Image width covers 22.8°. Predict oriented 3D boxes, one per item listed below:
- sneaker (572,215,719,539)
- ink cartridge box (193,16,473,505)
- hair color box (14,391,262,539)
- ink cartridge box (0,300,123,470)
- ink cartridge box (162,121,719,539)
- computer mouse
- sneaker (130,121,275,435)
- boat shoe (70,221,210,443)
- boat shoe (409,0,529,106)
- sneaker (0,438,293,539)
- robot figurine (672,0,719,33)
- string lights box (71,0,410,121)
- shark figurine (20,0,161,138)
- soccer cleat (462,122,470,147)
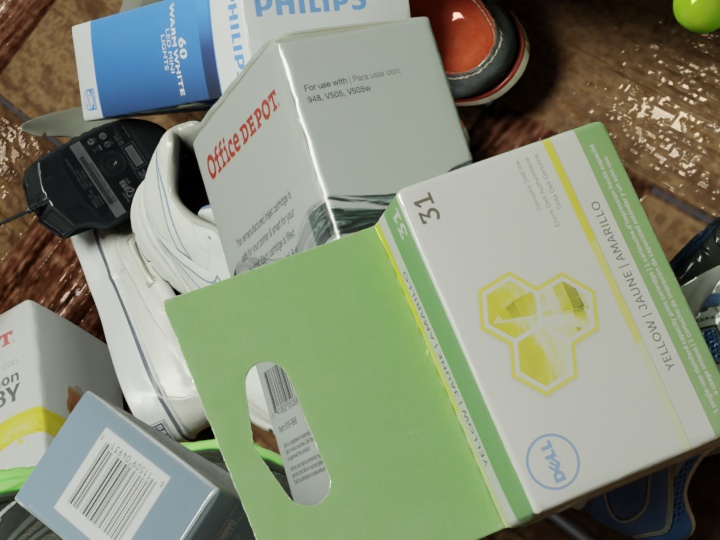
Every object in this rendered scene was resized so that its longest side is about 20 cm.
[{"bbox_3d":[0.160,0.038,0.818,0.077,0.076,0.200,38,77,3],"label":"sneaker"},{"bbox_3d":[0.000,0.000,0.840,0.147,0.083,0.201,-34,71,65],"label":"ink cartridge box"},{"bbox_3d":[-0.052,0.135,0.813,0.099,0.200,0.061,30,84,42],"label":"hair color box"},{"bbox_3d":[-0.207,0.139,0.998,0.145,0.083,0.201,-27,52,20],"label":"ink cartridge box"},{"bbox_3d":[0.038,0.038,0.733,0.199,0.048,0.146,-19,78,-20],"label":"ink cartridge box"},{"bbox_3d":[-0.189,-0.026,0.997,0.199,0.034,0.059,-28,80,-20],"label":"computer mouse"},{"bbox_3d":[-0.058,0.008,0.936,0.074,0.087,0.200,-33,69,-22],"label":"sneaker"},{"bbox_3d":[-0.117,0.008,1.021,0.065,0.072,0.201,-28,48,6],"label":"boat shoe"},{"bbox_3d":[0.013,-0.157,0.986,0.071,0.063,0.200,-48,52,0],"label":"boat shoe"},{"bbox_3d":[-0.113,0.137,0.894,0.199,0.077,0.084,-8,63,-19],"label":"sneaker"},{"bbox_3d":[0.226,-0.109,0.798,0.116,0.175,0.201,125,166,-49],"label":"robot figurine"},{"bbox_3d":[-0.068,-0.121,0.971,0.200,0.102,0.059,0,98,57],"label":"string lights box"},{"bbox_3d":[-0.140,-0.179,1.123,0.215,0.089,0.128,-53,26,10],"label":"shark figurine"},{"bbox_3d":[-0.026,-0.055,1.005,0.199,0.069,0.073,0,30,45],"label":"soccer cleat"}]
